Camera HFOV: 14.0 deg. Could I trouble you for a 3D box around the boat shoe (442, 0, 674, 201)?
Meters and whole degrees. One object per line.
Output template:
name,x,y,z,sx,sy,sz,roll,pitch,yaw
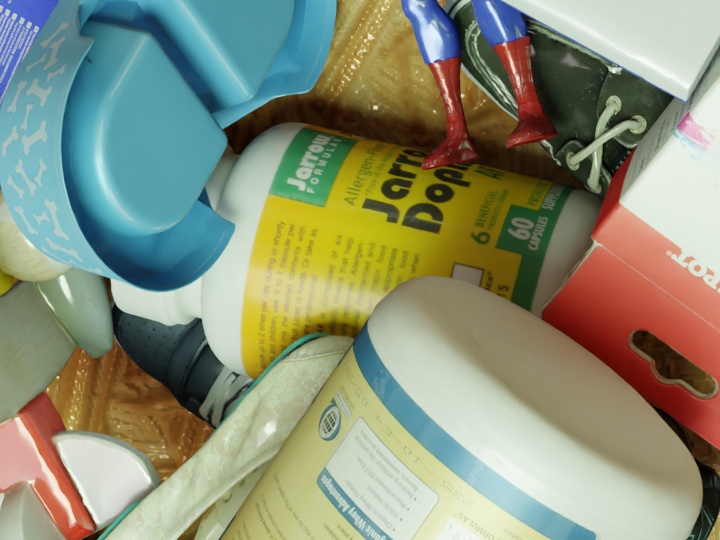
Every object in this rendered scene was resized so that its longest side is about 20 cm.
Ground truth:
boat shoe,0.118,-0.058,1.210,0.199,0.064,0.071,30,123,1

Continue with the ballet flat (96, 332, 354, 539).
ballet flat,-0.059,0.110,1.205,0.200,0.067,0.062,-50,50,21

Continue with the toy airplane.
toy airplane,-0.156,0.027,1.229,0.199,0.200,0.141,27,112,-41

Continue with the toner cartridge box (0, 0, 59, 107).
toner cartridge box,-0.159,-0.134,1.278,0.095,0.043,0.201,30,124,0

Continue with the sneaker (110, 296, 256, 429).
sneaker,-0.034,0.074,1.309,0.199,0.109,0.070,29,125,1

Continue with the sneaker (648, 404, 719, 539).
sneaker,0.113,0.094,1.245,0.075,0.079,0.200,44,159,15

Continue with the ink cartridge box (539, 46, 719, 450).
ink cartridge box,0.171,-0.033,1.137,0.116,0.067,0.200,35,117,-5

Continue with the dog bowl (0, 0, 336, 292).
dog bowl,-0.080,-0.082,1.198,0.049,0.201,0.112,0,141,38

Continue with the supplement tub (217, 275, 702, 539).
supplement tub,0.020,0.119,1.110,0.144,0.145,0.201,34,104,-1

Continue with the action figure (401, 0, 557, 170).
action figure,0.027,-0.144,1.182,0.065,0.052,0.201,-14,90,34

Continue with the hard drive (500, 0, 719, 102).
hard drive,0.070,-0.170,1.129,0.199,0.025,0.132,30,81,9

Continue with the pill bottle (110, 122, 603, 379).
pill bottle,0.000,0.000,1.255,0.199,0.113,0.113,14,122,13
